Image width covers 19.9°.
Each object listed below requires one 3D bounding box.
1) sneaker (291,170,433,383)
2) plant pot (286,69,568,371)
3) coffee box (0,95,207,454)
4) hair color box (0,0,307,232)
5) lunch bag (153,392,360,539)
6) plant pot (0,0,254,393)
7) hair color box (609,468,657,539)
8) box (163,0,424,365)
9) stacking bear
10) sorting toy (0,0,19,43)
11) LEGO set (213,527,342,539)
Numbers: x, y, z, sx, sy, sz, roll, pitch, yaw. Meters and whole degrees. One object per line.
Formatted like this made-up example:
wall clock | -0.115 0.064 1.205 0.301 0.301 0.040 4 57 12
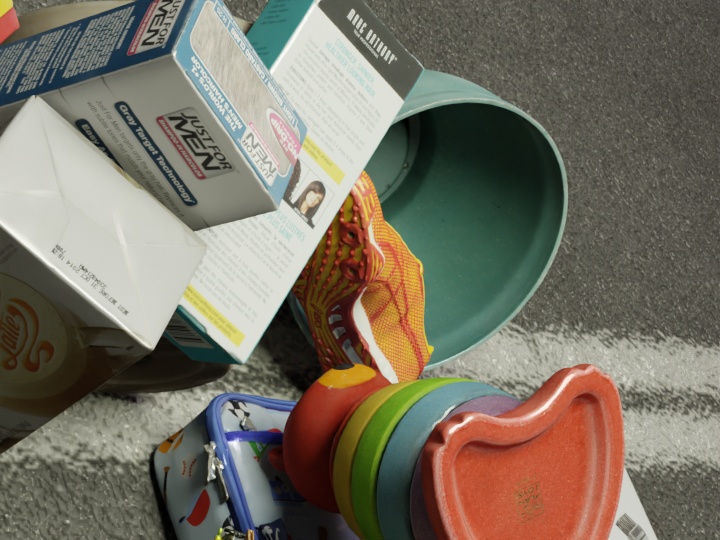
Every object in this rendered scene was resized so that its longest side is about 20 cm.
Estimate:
sneaker | 0.000 0.000 1.242 0.073 0.201 0.077 20 55 24
plant pot | 0.017 -0.051 1.347 0.200 0.201 0.134 22 17 -38
coffee box | -0.185 0.018 0.998 0.114 0.200 0.080 42 42 -18
hair color box | -0.137 -0.063 1.005 0.100 0.199 0.061 55 37 -33
lunch bag | -0.025 0.147 1.200 0.199 0.075 0.161 13 48 -46
plant pot | -0.125 -0.030 1.154 0.199 0.199 0.175 17 64 -42
hair color box | 0.135 0.185 1.307 0.110 0.064 0.201 3 53 -40
box | -0.051 -0.056 1.080 0.082 0.049 0.201 45 64 -31
stacking bear | 0.031 0.102 1.082 0.121 0.199 0.115 -20 107 -32
sorting toy | -0.251 -0.170 1.119 0.200 0.197 0.070 -57 140 -52
LEGO set | -0.036 0.213 1.072 0.199 0.116 0.155 12 87 -38
